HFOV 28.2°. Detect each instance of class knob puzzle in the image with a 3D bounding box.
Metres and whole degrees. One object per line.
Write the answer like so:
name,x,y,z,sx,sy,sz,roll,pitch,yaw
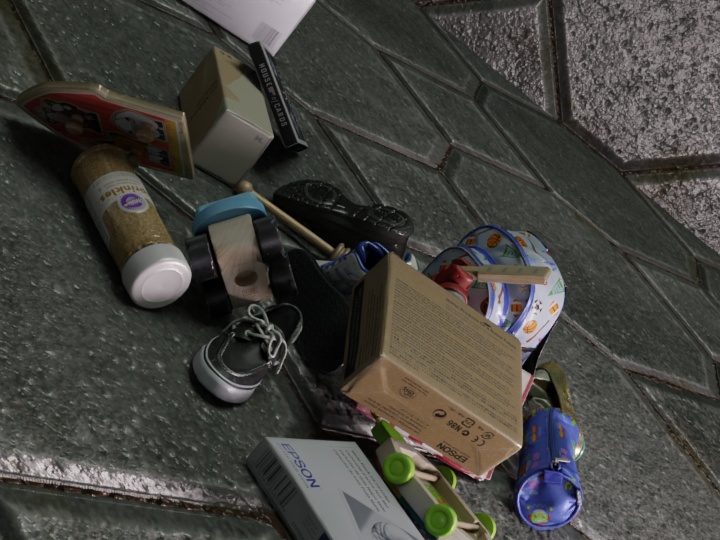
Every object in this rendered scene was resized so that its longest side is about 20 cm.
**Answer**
knob puzzle,-0.287,-0.153,1.587,0.219,0.031,0.220,15,-17,5

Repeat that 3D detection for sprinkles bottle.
sprinkles bottle,-0.245,-0.049,1.516,0.068,0.068,0.200,18,29,-45

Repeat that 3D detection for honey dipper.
honey dipper,-0.078,-0.055,1.870,0.200,0.038,0.038,37,20,-5

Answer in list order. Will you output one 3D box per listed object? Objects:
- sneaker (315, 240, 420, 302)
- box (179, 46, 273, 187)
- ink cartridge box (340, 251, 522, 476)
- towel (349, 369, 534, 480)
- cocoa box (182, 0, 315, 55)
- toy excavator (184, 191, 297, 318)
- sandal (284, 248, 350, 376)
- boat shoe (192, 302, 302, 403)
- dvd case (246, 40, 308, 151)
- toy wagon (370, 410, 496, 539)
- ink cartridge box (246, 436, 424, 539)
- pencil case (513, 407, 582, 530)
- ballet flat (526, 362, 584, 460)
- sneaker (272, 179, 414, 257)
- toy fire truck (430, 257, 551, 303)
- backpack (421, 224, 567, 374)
sneaker,0.000,0.000,1.709,0.199,0.089,0.075,12,31,38
box,-0.182,-0.208,1.925,0.078,0.095,0.200,29,21,-26
ink cartridge box,0.080,0.101,1.544,0.200,0.075,0.165,34,35,-21
towel,0.096,0.137,1.648,0.200,0.145,0.023,32,-14,-22
cocoa box,-0.197,-0.481,2.408,0.200,0.134,0.131,29,22,-27
toy excavator,-0.137,-0.038,1.588,0.195,0.099,0.201,77,-3,-51
sandal,-0.044,0.049,1.668,0.048,0.075,0.201,46,12,-43
boat shoe,-0.108,0.078,1.490,0.074,0.068,0.199,43,20,9
dvd case,-0.117,-0.243,2.043,0.200,0.025,0.151,-57,126,-86
toy wagon,0.068,0.225,1.503,0.200,0.040,0.155,49,7,24
ink cartridge box,0.009,0.247,1.386,0.200,0.041,0.200,12,34,-53
pencil case,0.228,0.234,1.738,0.078,0.087,0.200,15,20,3
ballet flat,0.248,0.178,1.922,0.071,0.071,0.200,31,24,-24
sneaker,-0.030,-0.056,1.910,0.199,0.091,0.076,23,32,16
toy fire truck,0.121,0.054,1.733,0.128,0.200,0.176,34,29,-16
backpack,0.169,0.036,1.894,0.154,0.191,0.200,13,34,-51
